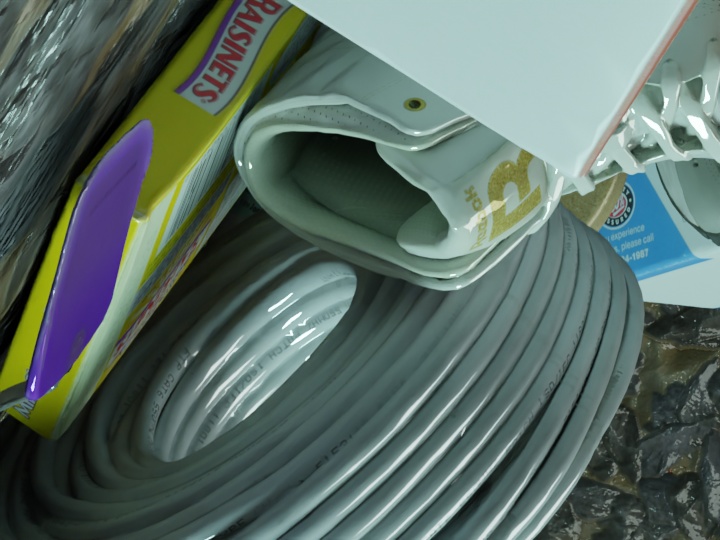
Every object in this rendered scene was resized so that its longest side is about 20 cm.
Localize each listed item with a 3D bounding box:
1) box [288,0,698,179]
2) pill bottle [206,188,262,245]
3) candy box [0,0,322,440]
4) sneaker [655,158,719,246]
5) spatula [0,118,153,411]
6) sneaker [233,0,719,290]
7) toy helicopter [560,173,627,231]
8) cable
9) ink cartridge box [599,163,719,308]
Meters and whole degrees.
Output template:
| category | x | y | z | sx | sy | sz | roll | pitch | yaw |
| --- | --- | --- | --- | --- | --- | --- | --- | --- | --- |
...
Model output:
| category | x | y | z | sx | sy | sz | roll | pitch | yaw |
| --- | --- | --- | --- | --- | --- | --- | --- | --- | --- |
| box | 0.065 | -0.144 | 0.669 | 0.153 | 0.106 | 0.200 | -59 | 178 | 36 |
| pill bottle | 0.035 | -0.058 | 1.141 | 0.201 | 0.110 | 0.111 | -57 | 178 | 0 |
| candy box | -0.033 | -0.051 | 0.820 | 0.200 | 0.026 | 0.102 | -56 | 178 | -41 |
| sneaker | 0.160 | -0.103 | 1.044 | 0.092 | 0.075 | 0.201 | 150 | -44 | -67 |
| spatula | -0.097 | 0.045 | 0.725 | 0.200 | 0.021 | 0.057 | -54 | -179 | 29 |
| sneaker | 0.066 | -0.034 | 0.746 | 0.116 | 0.199 | 0.074 | -51 | 134 | -42 |
| toy helicopter | 0.000 | 0.000 | 0.960 | 0.200 | 0.133 | 0.079 | -35 | 173 | 8 |
| cable | -0.019 | 0.041 | 0.830 | 0.199 | 0.069 | 0.200 | -8 | -144 | 52 |
| ink cartridge box | 0.151 | -0.098 | 1.175 | 0.145 | 0.083 | 0.201 | -19 | -110 | 52 |
